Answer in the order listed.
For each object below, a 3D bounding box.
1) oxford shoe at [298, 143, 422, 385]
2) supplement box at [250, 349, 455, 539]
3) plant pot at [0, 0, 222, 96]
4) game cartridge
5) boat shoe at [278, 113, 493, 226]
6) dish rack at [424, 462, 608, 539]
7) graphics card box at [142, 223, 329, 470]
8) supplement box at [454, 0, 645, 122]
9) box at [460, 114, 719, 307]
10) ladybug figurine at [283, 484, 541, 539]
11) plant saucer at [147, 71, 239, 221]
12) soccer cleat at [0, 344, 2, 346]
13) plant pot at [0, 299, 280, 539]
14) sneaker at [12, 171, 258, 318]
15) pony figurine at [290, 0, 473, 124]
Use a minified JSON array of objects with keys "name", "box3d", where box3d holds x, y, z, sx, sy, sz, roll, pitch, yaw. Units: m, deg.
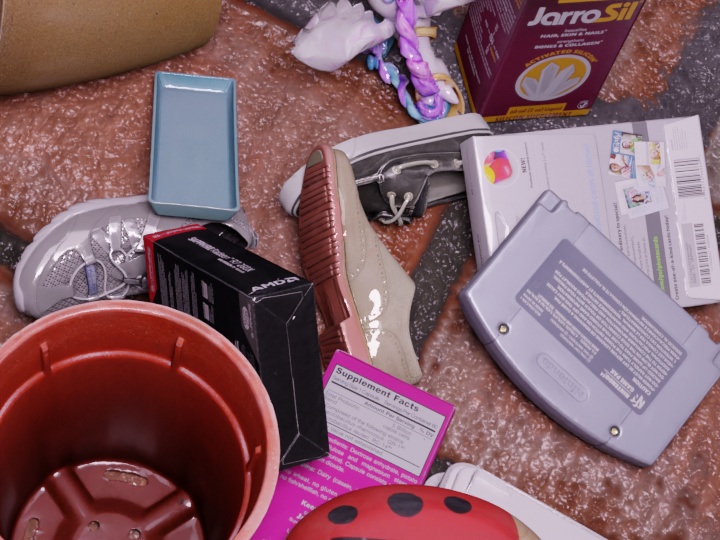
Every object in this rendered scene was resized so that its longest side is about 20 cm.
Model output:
[{"name":"oxford shoe","box3d":[0.000,0.000,1.285,0.073,0.071,0.202,-9,89,-23]},{"name":"supplement box","box3d":[-0.020,0.176,1.178,0.103,0.101,0.201,26,58,4]},{"name":"plant pot","box3d":[-0.219,-0.232,1.340,0.198,0.187,0.188,-3,60,-28]},{"name":"game cartridge","box3d":[0.178,0.051,1.290,0.200,0.042,0.133,43,80,-3]},{"name":"boat shoe","box3d":[0.031,-0.074,1.348,0.198,0.071,0.064,-19,65,-22]},{"name":"dish rack","box3d":[0.124,0.223,1.173,0.199,0.044,0.172,29,37,1]},{"name":"graphics card box","box3d":[-0.090,0.049,1.160,0.050,0.200,0.127,-12,108,-25]},{"name":"supplement box","box3d":[0.159,-0.216,1.378,0.109,0.200,0.086,-6,62,-15]},{"name":"box","box3d":[0.189,-0.039,1.346,0.198,0.041,0.158,-7,86,-16]},{"name":"ladybug figurine","box3d":[0.039,0.198,1.073,0.198,0.072,0.137,6,58,-7]},{"name":"plant saucer","box3d":[-0.132,-0.100,1.317,0.069,0.019,0.201,5,34,-9]},{"name":"soccer cleat","box3d":[-0.260,0.080,1.205,0.198,0.069,0.086,-7,66,-10]},{"name":"plant pot","box3d":[-0.164,0.154,1.106,0.198,0.196,0.203,5,60,-8]},{"name":"sneaker","box3d":[-0.169,-0.014,1.259,0.199,0.075,0.082,-27,45,-24]},{"name":"pony figurine","box3d":[0.029,-0.228,1.382,0.165,0.193,0.202,-23,63,14]}]
